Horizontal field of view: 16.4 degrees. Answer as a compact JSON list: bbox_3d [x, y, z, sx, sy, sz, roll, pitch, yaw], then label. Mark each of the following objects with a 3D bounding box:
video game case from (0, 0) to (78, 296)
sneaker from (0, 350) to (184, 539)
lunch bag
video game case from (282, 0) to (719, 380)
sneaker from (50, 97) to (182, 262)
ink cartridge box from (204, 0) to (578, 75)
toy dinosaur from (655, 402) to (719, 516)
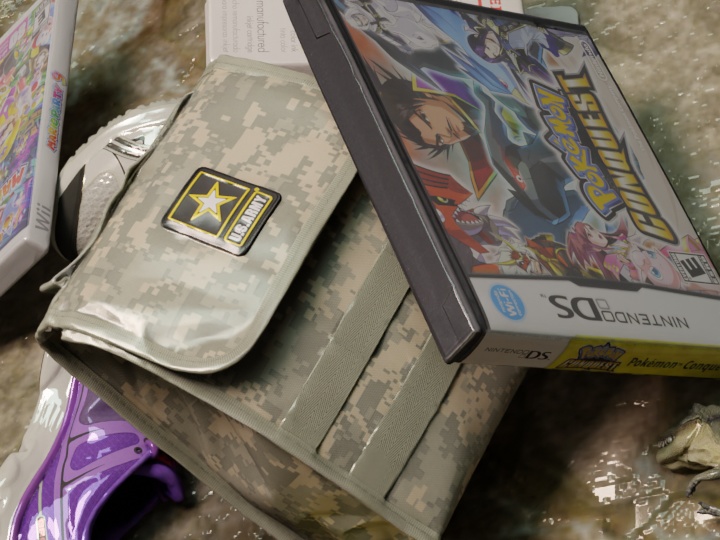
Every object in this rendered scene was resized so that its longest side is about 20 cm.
[{"bbox_3d":[-0.209,-0.051,1.388,0.143,0.018,0.201,-39,35,35],"label":"video game case"},{"bbox_3d":[-0.117,0.079,1.237,0.083,0.081,0.201,10,63,17],"label":"sneaker"},{"bbox_3d":[-0.028,0.015,1.124,0.165,0.199,0.118,-59,10,-26],"label":"lunch bag"},{"bbox_3d":[0.072,-0.041,1.117,0.026,0.180,0.201,-47,53,35],"label":"video game case"},{"bbox_3d":[-0.073,-0.047,1.307,0.199,0.076,0.088,-26,43,8],"label":"sneaker"},{"bbox_3d":[0.021,-0.121,1.269,0.198,0.068,0.117,0,47,-5],"label":"ink cartridge box"},{"bbox_3d":[0.180,0.115,1.036,0.088,0.048,0.200,-43,47,-20],"label":"toy dinosaur"}]
